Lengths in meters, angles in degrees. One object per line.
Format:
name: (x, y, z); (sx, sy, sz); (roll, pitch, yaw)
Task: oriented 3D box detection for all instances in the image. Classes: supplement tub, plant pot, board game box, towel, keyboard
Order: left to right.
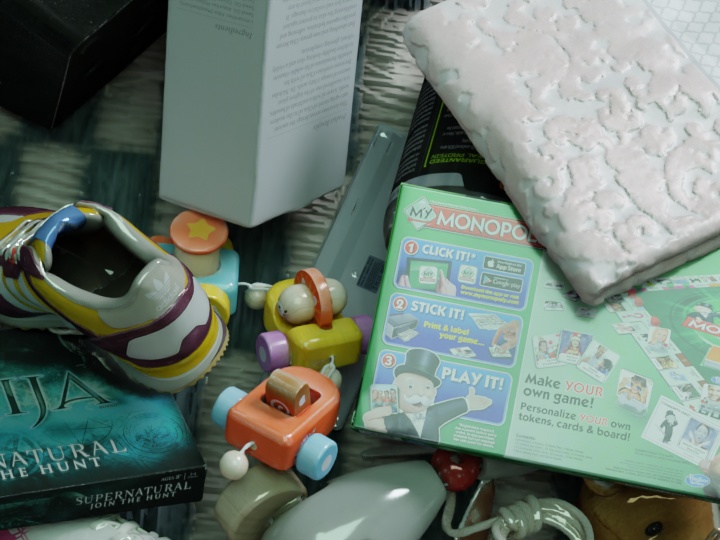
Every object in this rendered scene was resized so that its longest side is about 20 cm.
board game box: (-0.197, 0.082, 0.886); (0.200, 0.028, 0.135); (-6, 38, -25)
plant pot: (-0.190, -0.206, 0.988); (0.177, 0.200, 0.200); (44, 67, 0)
keyboard: (0.000, 0.000, 1.016); (0.056, 0.011, 0.200); (25, 66, -2)
supplement tub: (0.085, -0.060, 0.991); (0.122, 0.123, 0.200); (17, 66, 0)
board game box: (0.106, 0.038, 0.883); (0.200, 0.029, 0.135); (11, 80, 6)
towel: (0.150, -0.095, 0.906); (0.191, 0.032, 0.200); (-23, 60, -15)

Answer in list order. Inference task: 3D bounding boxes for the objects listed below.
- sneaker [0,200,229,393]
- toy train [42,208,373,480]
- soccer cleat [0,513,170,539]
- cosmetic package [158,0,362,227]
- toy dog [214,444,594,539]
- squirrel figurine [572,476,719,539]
sneaker: (-0.159, -0.008, 0.893); (0.200, 0.090, 0.075); (19, 60, 32)
toy train: (-0.073, 0.029, 0.922); (0.200, 0.056, 0.150); (29, 39, 26)
soccer cleat: (-0.123, 0.157, 0.881); (0.200, 0.086, 0.070); (47, 29, 8)
cosmetic package: (-0.054, -0.137, 0.950); (0.071, 0.200, 0.101); (18, 25, 27)
toy dog: (0.019, 0.143, 0.918); (0.200, 0.096, 0.132); (-5, 52, -14)
squirrel figurine: (0.191, 0.078, 0.950); (0.186, 0.142, 0.200); (-29, 75, -6)
